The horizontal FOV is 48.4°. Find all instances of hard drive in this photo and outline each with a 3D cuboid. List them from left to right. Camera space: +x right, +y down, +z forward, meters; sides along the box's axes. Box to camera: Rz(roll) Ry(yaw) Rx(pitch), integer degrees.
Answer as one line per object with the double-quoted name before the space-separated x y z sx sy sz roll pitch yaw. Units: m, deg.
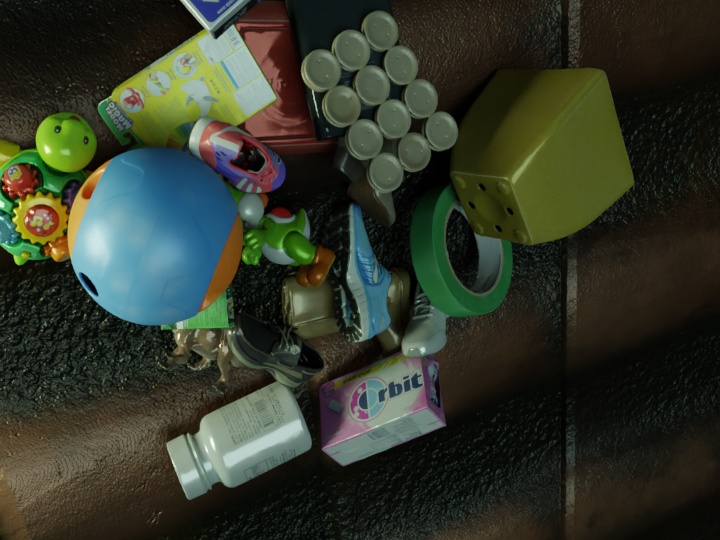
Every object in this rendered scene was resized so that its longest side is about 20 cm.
"hard drive" -0.013 -0.281 1.034 0.137 0.033 0.204 -14 95 -23

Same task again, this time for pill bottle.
"pill bottle" -0.182 0.257 1.200 0.197 0.114 0.116 -24 120 -15

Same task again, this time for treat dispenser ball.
"treat dispenser ball" -0.235 -0.040 0.926 0.197 0.201 0.205 -10 116 -21

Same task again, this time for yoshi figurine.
"yoshi figurine" -0.140 -0.038 1.094 0.198 0.113 0.113 35 118 -16

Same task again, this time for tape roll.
"tape roll" 0.156 -0.033 1.212 0.198 0.048 0.205 12 73 -43

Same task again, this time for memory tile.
"memory tile" 0.027 -0.214 1.023 0.153 0.017 0.202 -38 104 -19

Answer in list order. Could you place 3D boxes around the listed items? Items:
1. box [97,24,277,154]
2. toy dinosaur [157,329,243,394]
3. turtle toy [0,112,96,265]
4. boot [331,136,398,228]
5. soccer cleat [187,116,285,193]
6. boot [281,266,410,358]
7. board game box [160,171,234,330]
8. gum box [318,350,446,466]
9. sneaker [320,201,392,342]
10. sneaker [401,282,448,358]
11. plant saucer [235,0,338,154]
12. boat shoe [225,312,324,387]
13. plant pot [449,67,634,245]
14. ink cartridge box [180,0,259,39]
"box" -0.215 -0.212 0.996 0.198 0.048 0.118 -32 115 1
"toy dinosaur" -0.211 0.084 1.133 0.199 0.085 0.137 33 88 -38
"turtle toy" -0.377 -0.095 0.958 0.144 0.101 0.203 18 103 -31
"boot" 0.032 -0.169 1.146 0.148 0.069 0.200 -61 148 -12
"soccer cleat" -0.136 -0.133 1.004 0.069 0.072 0.200 -66 156 -1
"boot" -0.021 0.084 1.235 0.196 0.066 0.179 -9 103 -23
"board game box" -0.219 -0.026 1.040 0.103 0.023 0.205 -2 94 17
"gum box" 0.035 0.206 1.231 0.197 0.115 0.066 -25 135 20
"sneaker" 0.000 0.000 1.176 0.089 0.078 0.205 -6 86 -38
"sneaker" 0.102 0.060 1.223 0.069 0.201 0.082 -6 117 24
"plant saucer" -0.096 -0.250 1.066 0.196 0.037 0.204 -7 115 -23
"boat shoe" -0.117 0.103 1.134 0.072 0.076 0.200 -21 149 18
"plant pot" 0.241 -0.148 1.145 0.200 0.194 0.196 -46 125 -25
"ink cartridge box" -0.165 -0.412 0.934 0.197 0.047 0.201 -41 89 -4
